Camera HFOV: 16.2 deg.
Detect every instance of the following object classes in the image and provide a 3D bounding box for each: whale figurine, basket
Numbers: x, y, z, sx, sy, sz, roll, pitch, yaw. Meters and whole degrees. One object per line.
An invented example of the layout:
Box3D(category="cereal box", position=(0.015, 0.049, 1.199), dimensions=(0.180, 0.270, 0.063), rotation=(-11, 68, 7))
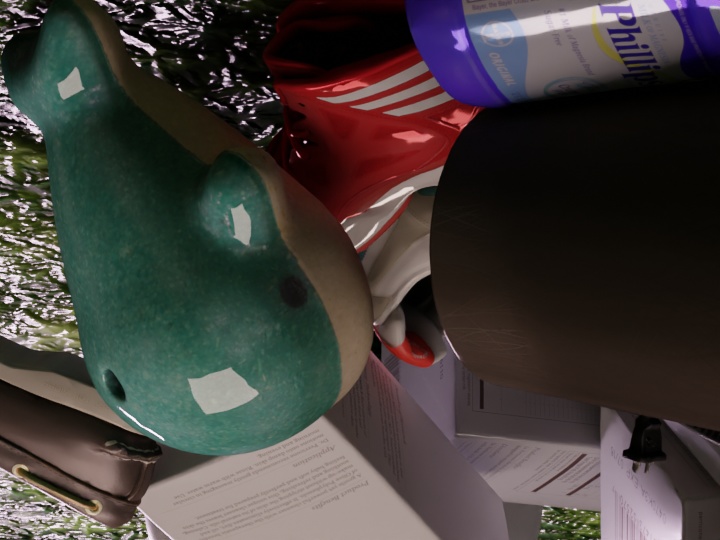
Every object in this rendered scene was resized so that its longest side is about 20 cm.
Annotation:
Box3D(category="whale figurine", position=(-0.086, -0.012, 1.026), dimensions=(0.200, 0.104, 0.159), rotation=(54, 151, -8))
Box3D(category="basket", position=(0.139, -0.008, 0.940), dimensions=(0.200, 0.180, 0.136), rotation=(3, 127, 35))

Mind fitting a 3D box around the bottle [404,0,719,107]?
Box3D(category="bottle", position=(0.119, -0.106, 0.917), dimensions=(0.199, 0.065, 0.084), rotation=(-6, 155, 20))

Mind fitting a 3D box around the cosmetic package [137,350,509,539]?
Box3D(category="cosmetic package", position=(-0.017, 0.108, 1.186), dimensions=(0.107, 0.085, 0.200), rotation=(-23, 136, 17))

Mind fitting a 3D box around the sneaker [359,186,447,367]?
Box3D(category="sneaker", position=(0.001, 0.000, 1.183), dimensions=(0.199, 0.094, 0.070), rotation=(-12, 157, 34))

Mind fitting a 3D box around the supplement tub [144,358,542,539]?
Box3D(category="supplement tub", position=(-0.009, 0.128, 1.472), dimensions=(0.200, 0.146, 0.145), rotation=(-11, 157, 30))

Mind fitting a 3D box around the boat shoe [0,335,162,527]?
Box3D(category="boat shoe", position=(-0.180, 0.050, 1.100), dimensions=(0.199, 0.060, 0.072), rotation=(21, -173, 5))

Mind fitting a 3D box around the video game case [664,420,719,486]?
Box3D(category="video game case", position=(0.230, 0.055, 1.193), dimensions=(0.181, 0.022, 0.200), rotation=(-8, -154, -15))

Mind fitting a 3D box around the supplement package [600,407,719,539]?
Box3D(category="supplement package", position=(0.228, 0.121, 1.221), dimensions=(0.199, 0.118, 0.117), rotation=(-7, -158, -13))

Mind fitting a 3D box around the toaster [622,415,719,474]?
Box3D(category="toaster", position=(0.198, 0.006, 1.068), dimensions=(0.129, 0.200, 0.114), rotation=(13, -167, -46))

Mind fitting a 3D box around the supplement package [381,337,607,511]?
Box3D(category="supplement package", position=(0.121, 0.058, 1.315), dimensions=(0.199, 0.114, 0.110), rotation=(8, 158, -18))

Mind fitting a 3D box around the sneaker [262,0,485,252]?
Box3D(category="sneaker", position=(-0.021, -0.066, 1.059), dimensions=(0.200, 0.079, 0.115), rotation=(-29, 138, 33))
